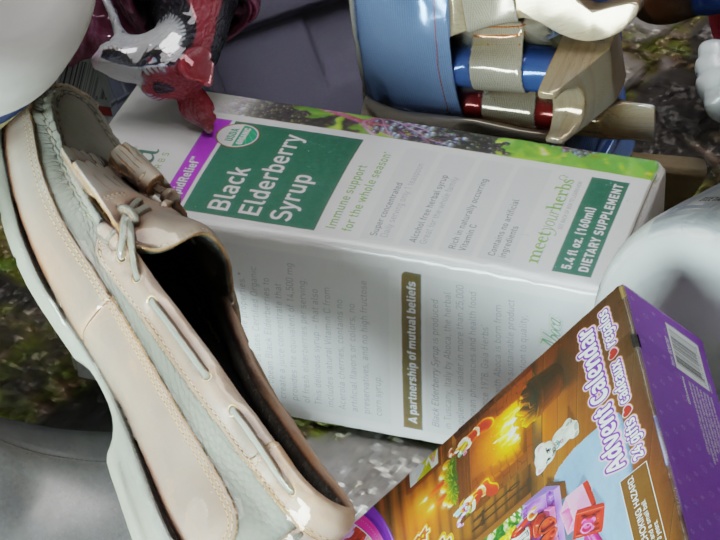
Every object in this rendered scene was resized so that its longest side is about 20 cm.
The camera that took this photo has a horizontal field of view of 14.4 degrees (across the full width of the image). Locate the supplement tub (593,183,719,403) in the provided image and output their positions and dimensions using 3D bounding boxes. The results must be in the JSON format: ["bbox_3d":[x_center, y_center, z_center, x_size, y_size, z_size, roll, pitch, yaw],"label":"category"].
[{"bbox_3d":[0.181,0.007,0.930,0.199,0.123,0.122,-26,42,-37],"label":"supplement tub"}]

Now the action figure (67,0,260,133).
[{"bbox_3d":[-0.079,-0.135,1.037,0.148,0.134,0.201,-1,61,-42],"label":"action figure"}]

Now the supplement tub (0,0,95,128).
[{"bbox_3d":[-0.194,-0.073,0.926,0.144,0.200,0.145,24,49,-31],"label":"supplement tub"}]

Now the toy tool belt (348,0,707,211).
[{"bbox_3d":[0.062,-0.097,1.025,0.122,0.201,0.125,4,47,13],"label":"toy tool belt"}]

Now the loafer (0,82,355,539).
[{"bbox_3d":[-0.056,0.017,0.900,0.072,0.063,0.201,17,42,-52],"label":"loafer"}]

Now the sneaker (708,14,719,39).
[{"bbox_3d":[0.200,-0.070,1.087,0.090,0.079,0.200,-17,29,-16],"label":"sneaker"}]

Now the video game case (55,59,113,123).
[{"bbox_3d":[-0.128,-0.158,1.166,0.142,0.017,0.201,9,78,15],"label":"video game case"}]

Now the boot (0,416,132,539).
[{"bbox_3d":[-0.142,0.045,0.900,0.199,0.132,0.070,-6,36,-4],"label":"boot"}]

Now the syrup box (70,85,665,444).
[{"bbox_3d":[0.000,0.000,0.995,0.199,0.082,0.079,11,38,15],"label":"syrup box"}]

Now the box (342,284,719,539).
[{"bbox_3d":[0.054,0.114,0.806,0.039,0.137,0.200,34,26,-26],"label":"box"}]

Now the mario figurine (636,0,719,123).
[{"bbox_3d":[0.164,-0.122,1.012,0.106,0.124,0.200,-36,28,-26],"label":"mario figurine"}]

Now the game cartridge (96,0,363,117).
[{"bbox_3d":[-0.015,-0.118,1.125,0.199,0.130,0.038,-21,5,-22],"label":"game cartridge"}]
